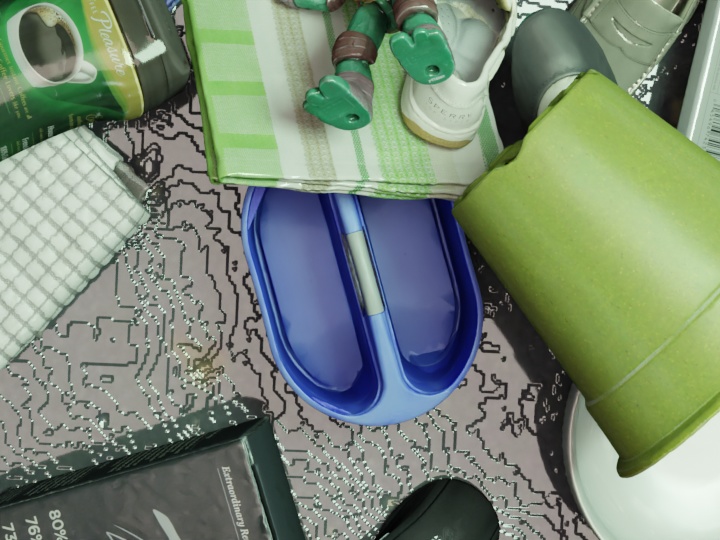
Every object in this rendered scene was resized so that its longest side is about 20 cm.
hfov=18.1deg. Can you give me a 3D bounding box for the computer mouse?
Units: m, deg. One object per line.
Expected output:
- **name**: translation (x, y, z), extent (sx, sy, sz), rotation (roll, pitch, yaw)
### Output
- **computer mouse**: translation (0.034, 0.246, 1.509), extent (0.200, 0.046, 0.141), rotation (-42, 92, -1)

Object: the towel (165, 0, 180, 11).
- **towel**: translation (-0.213, -0.222, 1.490), extent (0.200, 0.024, 0.145), rotation (44, 89, -4)

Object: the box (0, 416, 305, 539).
- **box**: translation (-0.136, 0.194, 1.455), extent (0.199, 0.104, 0.149), rotation (-15, 92, 7)

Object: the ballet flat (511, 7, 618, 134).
- **ballet flat**: translation (0.147, -0.071, 1.456), extent (0.073, 0.073, 0.201), rotation (-16, 118, -2)

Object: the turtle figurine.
- **turtle figurine**: translation (0.008, -0.187, 1.378), extent (0.100, 0.201, 0.150), rotation (19, 136, -28)

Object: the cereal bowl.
- **cereal bowl**: translation (0.228, 0.108, 1.495), extent (0.199, 0.083, 0.202), rotation (0, 93, -2)

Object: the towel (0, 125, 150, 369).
- **towel**: translation (-0.254, -0.051, 1.467), extent (0.200, 0.086, 0.166), rotation (41, 88, -3)

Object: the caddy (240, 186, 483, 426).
- **caddy**: translation (0.000, 0.000, 1.467), extent (0.141, 0.105, 0.201), rotation (-16, 93, -3)

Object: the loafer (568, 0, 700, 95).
- **loafer**: translation (0.180, -0.171, 1.487), extent (0.070, 0.070, 0.201), rotation (30, 91, -6)

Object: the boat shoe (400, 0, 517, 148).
- **boat shoe**: translation (0.072, -0.172, 1.437), extent (0.070, 0.069, 0.201), rotation (15, 53, -12)

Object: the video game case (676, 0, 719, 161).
- **video game case**: translation (0.298, -0.118, 1.492), extent (0.181, 0.022, 0.201), rotation (13, 92, -23)

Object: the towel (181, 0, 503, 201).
- **towel**: translation (-0.011, -0.108, 1.422), extent (0.199, 0.031, 0.150), rotation (2, 57, -23)

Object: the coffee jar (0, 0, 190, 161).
- **coffee jar**: translation (-0.209, -0.122, 1.386), extent (0.199, 0.085, 0.105), rotation (-21, 85, -11)

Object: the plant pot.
- **plant pot**: translation (0.160, -0.013, 1.351), extent (0.190, 0.200, 0.200), rotation (44, 90, -1)
